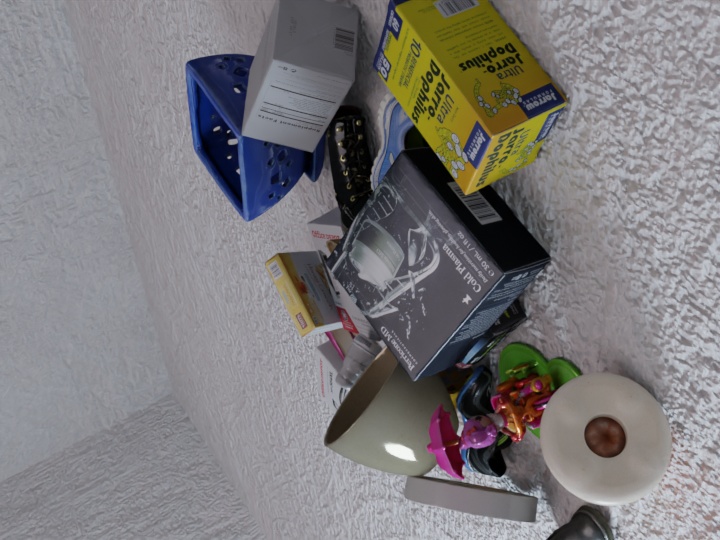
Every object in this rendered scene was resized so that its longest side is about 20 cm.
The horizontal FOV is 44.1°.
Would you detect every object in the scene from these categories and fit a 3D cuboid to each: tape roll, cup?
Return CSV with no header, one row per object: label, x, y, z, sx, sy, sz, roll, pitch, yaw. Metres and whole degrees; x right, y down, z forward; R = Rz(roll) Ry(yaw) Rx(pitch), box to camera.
tape roll,0.164,0.338,1.324,0.202,0.199,0.038,166,116,-67
cup,0.061,0.214,1.297,0.142,0.202,0.200,37,157,-6

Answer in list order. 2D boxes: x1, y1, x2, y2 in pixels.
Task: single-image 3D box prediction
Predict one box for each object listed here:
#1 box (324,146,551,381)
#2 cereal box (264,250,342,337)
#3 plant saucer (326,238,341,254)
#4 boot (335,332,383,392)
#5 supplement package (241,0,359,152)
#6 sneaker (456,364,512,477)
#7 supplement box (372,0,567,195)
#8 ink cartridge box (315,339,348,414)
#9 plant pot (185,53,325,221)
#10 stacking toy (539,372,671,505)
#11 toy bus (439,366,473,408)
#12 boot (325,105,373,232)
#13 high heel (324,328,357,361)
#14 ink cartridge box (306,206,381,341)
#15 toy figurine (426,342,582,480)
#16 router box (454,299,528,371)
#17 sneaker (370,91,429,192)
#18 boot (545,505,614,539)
box,0.091,-0.012,1.103,0.201,0.123,0.198,51,127,21
cereal box,-0.076,0.036,1.570,0.039,0.199,0.146,-34,79,24
plant saucer,0.029,0.020,1.305,0.200,0.035,0.200,46,171,9
boot,0.025,0.179,1.472,0.073,0.097,0.199,30,175,39
supplement package,-0.089,-0.280,1.276,0.200,0.117,0.124,133,144,-61
sneaker,0.190,0.224,1.320,0.081,0.070,0.204,17,129,35
supplement box,0.115,-0.208,0.981,0.202,0.108,0.109,56,156,19
ink cartridge box,-0.002,0.240,1.715,0.200,0.083,0.148,45,150,38
plant pot,-0.165,-0.240,1.476,0.201,0.177,0.202,52,154,29
stacking toy,0.279,0.220,1.058,0.147,0.145,0.201,53,170,25
toy bus,0.119,0.195,1.431,0.079,0.064,0.201,54,155,20
boot,-0.009,-0.147,1.321,0.204,0.072,0.157,-116,14,-62
high heel,-0.013,0.136,1.638,0.201,0.067,0.097,53,172,41
ink cartridge box,0.000,0.000,1.474,0.146,0.082,0.204,10,123,64
toy figurine,0.177,0.199,1.155,0.153,0.181,0.200,64,157,1
router box,0.131,0.021,1.232,0.202,0.061,0.150,59,156,15
sneaker,0.065,-0.142,1.198,0.089,0.077,0.203,48,152,39
boot,0.240,0.416,1.209,0.073,0.197,0.183,53,155,23
